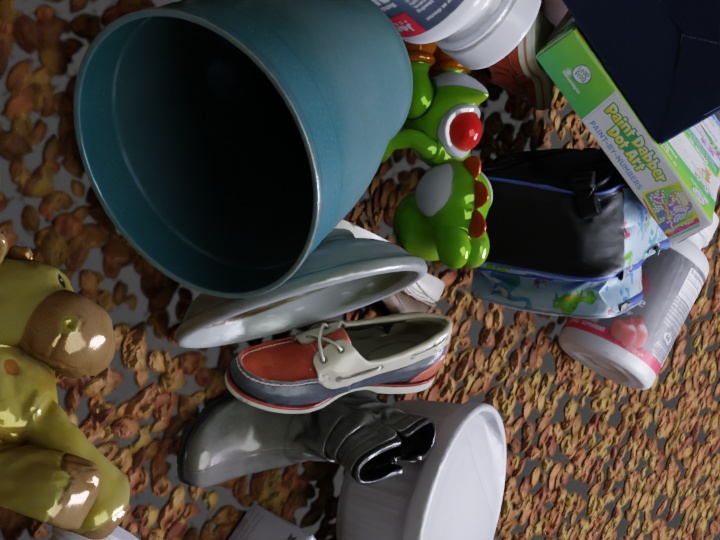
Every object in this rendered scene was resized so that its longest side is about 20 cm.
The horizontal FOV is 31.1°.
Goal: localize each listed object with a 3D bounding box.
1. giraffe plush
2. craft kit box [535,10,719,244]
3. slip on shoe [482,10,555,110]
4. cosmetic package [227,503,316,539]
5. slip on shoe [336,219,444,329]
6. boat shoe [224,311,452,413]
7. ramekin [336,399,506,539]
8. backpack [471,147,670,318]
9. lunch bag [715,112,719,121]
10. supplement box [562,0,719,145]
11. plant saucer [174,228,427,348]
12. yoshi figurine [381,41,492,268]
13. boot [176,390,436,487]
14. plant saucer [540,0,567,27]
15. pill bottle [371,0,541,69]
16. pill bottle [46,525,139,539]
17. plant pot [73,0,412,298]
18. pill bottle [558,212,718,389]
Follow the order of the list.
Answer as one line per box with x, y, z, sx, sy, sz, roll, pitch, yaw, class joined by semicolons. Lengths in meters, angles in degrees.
-0.227;0.069;0.852;0.199;0.172;0.163;24;76;-14;giraffe plush
0.246;-0.148;1.133;0.200;0.048;0.198;52;29;-9;craft kit box
0.140;-0.188;1.149;0.200;0.061;0.075;13;80;-74;slip on shoe
-0.054;0.309;1.152;0.113;0.081;0.200;-52;134;-18;cosmetic package
0.000;0.000;1.098;0.061;0.076;0.200;-60;144;-2;slip on shoe
-0.016;0.070;1.074;0.199;0.071;0.063;-3;137;-26;boat shoe
0.055;0.210;1.184;0.202;0.094;0.204;-35;130;-54;ramekin
0.192;-0.039;1.196;0.200;0.182;0.148;-21;114;-52;backpack
0.389;-0.175;1.358;0.200;0.163;0.118;43;68;-45;lunch bag
0.270;-0.248;1.075;0.201;0.134;0.200;55;34;-7;supplement box
-0.050;0.008;0.985;0.199;0.200;0.051;-9;79;-44;plant saucer
0.055;-0.093;1.084;0.112;0.112;0.202;73;9;-77;yoshi figurine
-0.040;0.139;1.061;0.199;0.130;0.068;-20;119;-40;boot
0.217;-0.306;1.226;0.199;0.034;0.202;-18;117;-40;plant saucer
0.040;-0.242;0.973;0.200;0.119;0.120;33;81;-32;pill bottle
-0.232;0.273;0.931;0.111;0.110;0.201;38;77;-46;pill bottle
-0.064;-0.113;0.908;0.188;0.199;0.201;-41;133;-47;plant pot
0.303;0.016;1.382;0.111;0.110;0.201;40;76;-46;pill bottle
